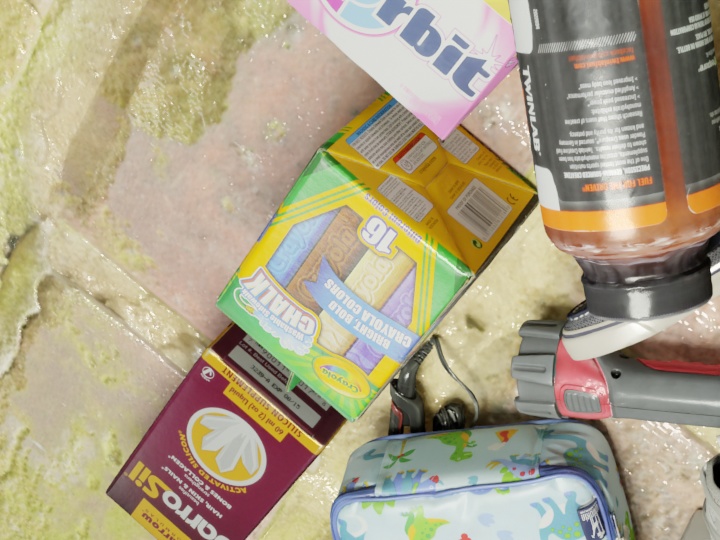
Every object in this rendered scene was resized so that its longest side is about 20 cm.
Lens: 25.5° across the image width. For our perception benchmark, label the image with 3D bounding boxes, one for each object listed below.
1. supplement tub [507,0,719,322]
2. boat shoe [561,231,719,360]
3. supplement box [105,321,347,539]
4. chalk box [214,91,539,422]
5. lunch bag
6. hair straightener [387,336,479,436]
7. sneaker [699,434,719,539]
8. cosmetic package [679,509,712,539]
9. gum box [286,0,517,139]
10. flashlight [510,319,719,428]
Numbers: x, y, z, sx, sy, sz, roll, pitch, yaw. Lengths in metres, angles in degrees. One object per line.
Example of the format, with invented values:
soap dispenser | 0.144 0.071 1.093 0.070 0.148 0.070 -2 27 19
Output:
supplement tub | 0.143 -0.077 0.860 0.106 0.107 0.201 -2 104 31
boat shoe | 0.189 -0.028 0.949 0.199 0.075 0.093 -31 94 24
supplement box | -0.095 0.128 1.196 0.110 0.086 0.200 40 130 3
chalk box | 0.000 0.000 1.041 0.124 0.124 0.200 40 128 2
lunch bag | 0.090 0.191 1.107 0.199 0.083 0.162 -8 119 17
hair straightener | 0.054 0.138 1.156 0.076 0.041 0.201 10 118 8
sneaker | 0.243 0.130 0.964 0.074 0.200 0.082 -32 84 -4
cosmetic package | 0.268 0.282 1.004 0.165 0.200 0.168 3 119 29
gum box | 0.025 -0.184 0.952 0.200 0.066 0.114 42 131 1
flashlight | 0.198 0.069 1.010 0.199 0.068 0.068 3 85 24
